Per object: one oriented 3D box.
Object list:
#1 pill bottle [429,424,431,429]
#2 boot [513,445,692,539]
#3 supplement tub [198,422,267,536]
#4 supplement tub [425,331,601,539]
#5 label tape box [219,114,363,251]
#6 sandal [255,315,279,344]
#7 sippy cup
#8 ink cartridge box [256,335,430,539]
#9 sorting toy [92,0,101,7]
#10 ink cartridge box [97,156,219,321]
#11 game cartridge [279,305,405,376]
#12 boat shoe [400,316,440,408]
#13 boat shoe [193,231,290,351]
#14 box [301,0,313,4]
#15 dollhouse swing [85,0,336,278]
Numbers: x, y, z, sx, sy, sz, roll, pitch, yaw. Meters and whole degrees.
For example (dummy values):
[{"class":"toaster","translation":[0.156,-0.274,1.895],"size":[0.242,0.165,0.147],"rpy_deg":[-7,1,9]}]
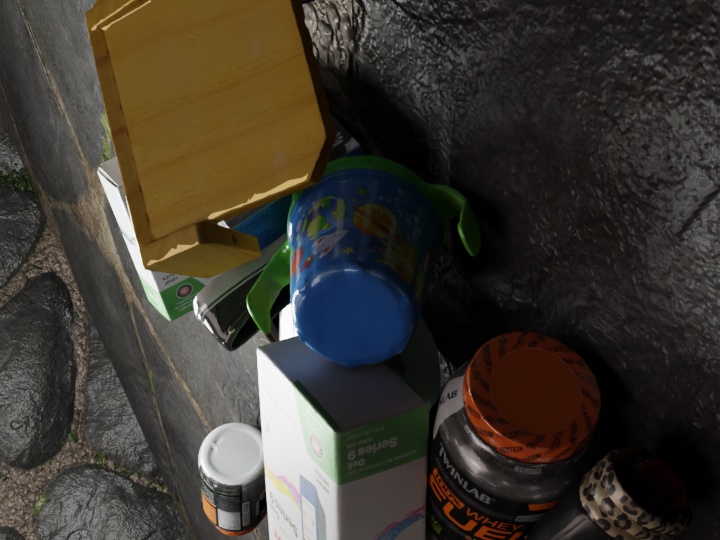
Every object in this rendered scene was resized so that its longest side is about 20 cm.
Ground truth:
[{"class":"pill bottle","translation":[0.027,0.192,0.915],"size":[0.200,0.113,0.115],"rpy_deg":[46,148,38]},{"class":"boot","translation":[0.169,0.196,0.640],"size":[0.151,0.198,0.074],"rpy_deg":[-49,50,22]},{"class":"supplement tub","translation":[-0.209,0.358,1.525],"size":[0.123,0.121,0.202],"rpy_deg":[51,151,31]},{"class":"supplement tub","translation":[0.110,0.145,0.697],"size":[0.123,0.121,0.202],"rpy_deg":[51,151,30]},{"class":"label tape box","translation":[-0.106,-0.119,0.873],"size":[0.200,0.143,0.064],"rpy_deg":[49,166,33]},{"class":"sandal","translation":[-0.100,0.076,1.157],"size":[0.201,0.054,0.082],"rpy_deg":[55,163,-8]},{"class":"sippy cup","translation":[0.000,0.000,0.715],"size":[0.179,0.138,0.131],"rpy_deg":[-57,15,33]},{"class":"ink cartridge box","translation":[-0.015,0.169,0.736],"size":[0.145,0.086,0.203],"rpy_deg":[37,135,53]},{"class":"sorting toy","translation":[-0.219,-0.252,1.089],"size":[0.200,0.106,0.181],"rpy_deg":[44,166,41]},{"class":"ink cartridge box","translation":[-0.228,-0.063,1.154],"size":[0.083,0.145,0.202],"rpy_deg":[33,146,50]},{"class":"game cartridge","translation":[-0.025,0.086,0.856],"size":[0.200,0.040,0.135],"rpy_deg":[39,136,51]},{"class":"boat shoe","translation":[0.016,0.053,0.883],"size":[0.203,0.069,0.072],"rpy_deg":[65,157,20]},{"class":"boat shoe","translation":[-0.057,0.001,0.824],"size":[0.057,0.199,0.069],"rpy_deg":[51,167,19]},{"class":"box","translation":[-0.075,-0.325,0.693],"size":[0.200,0.104,0.186],"rpy_deg":[39,144,44]},{"class":"dollhouse swing","translation":[-0.096,-0.119,0.704],"size":[0.182,0.173,0.203],"rpy_deg":[16,-122,-77]}]
